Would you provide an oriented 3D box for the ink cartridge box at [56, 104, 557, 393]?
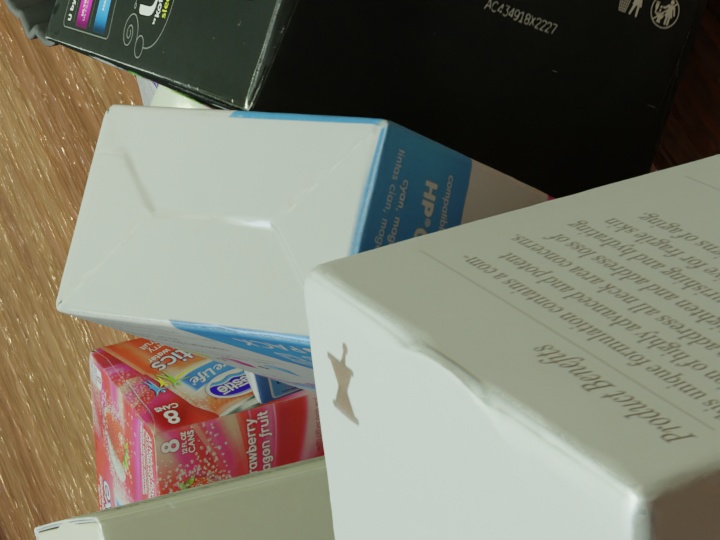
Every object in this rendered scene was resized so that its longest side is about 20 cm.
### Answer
[{"bbox_3d":[0.020,0.010,0.723,0.115,0.200,0.068,7,81,41],"label":"ink cartridge box"}]

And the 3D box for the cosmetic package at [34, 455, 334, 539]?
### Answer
[{"bbox_3d":[-0.018,0.112,0.931,0.104,0.200,0.073,159,97,-68],"label":"cosmetic package"}]

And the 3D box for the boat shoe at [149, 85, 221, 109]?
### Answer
[{"bbox_3d":[0.000,0.000,0.874,0.062,0.200,0.073,-62,-1,5],"label":"boat shoe"}]

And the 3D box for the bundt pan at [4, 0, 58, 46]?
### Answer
[{"bbox_3d":[-0.148,-0.222,1.214,0.202,0.076,0.202,43,140,53],"label":"bundt pan"}]

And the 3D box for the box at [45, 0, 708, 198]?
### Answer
[{"bbox_3d":[0.003,-0.103,0.787,0.200,0.148,0.125,24,96,63],"label":"box"}]

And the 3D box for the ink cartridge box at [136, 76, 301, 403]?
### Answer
[{"bbox_3d":[-0.043,-0.047,0.996,0.200,0.076,0.137,80,166,-64],"label":"ink cartridge box"}]

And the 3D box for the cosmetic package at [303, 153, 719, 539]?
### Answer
[{"bbox_3d":[0.114,0.072,0.591,0.167,0.200,0.167,-145,45,-59],"label":"cosmetic package"}]

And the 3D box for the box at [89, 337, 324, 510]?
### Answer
[{"bbox_3d":[-0.077,0.135,1.215,0.095,0.099,0.200,-135,39,-52],"label":"box"}]
